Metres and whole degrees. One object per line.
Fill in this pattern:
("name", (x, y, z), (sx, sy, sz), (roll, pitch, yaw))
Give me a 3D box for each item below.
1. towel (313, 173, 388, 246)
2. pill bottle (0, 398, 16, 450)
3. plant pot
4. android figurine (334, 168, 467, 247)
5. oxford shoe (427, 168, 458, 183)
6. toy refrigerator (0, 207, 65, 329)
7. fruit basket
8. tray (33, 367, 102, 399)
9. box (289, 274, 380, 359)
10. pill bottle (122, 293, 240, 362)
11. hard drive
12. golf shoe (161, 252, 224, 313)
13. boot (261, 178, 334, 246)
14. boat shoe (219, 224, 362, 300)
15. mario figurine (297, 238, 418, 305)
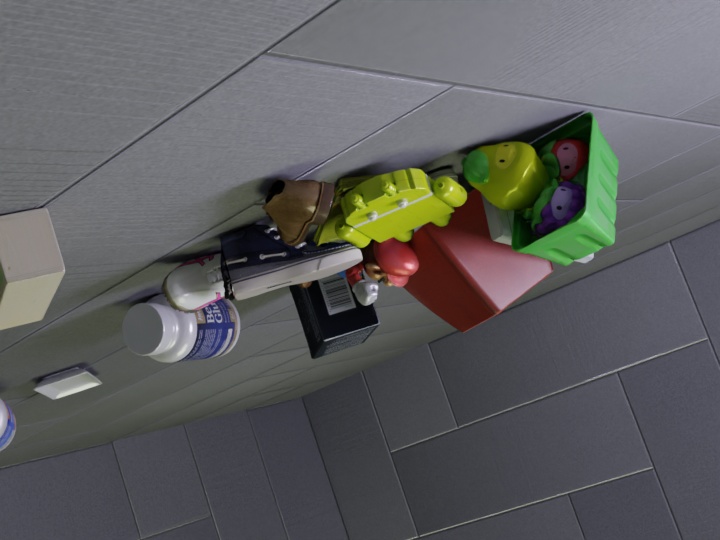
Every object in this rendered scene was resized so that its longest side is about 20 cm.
("towel", (-0.008, -0.083, 1.539), (0.086, 0.018, 0.200), (-7, 160, -16))
("pill bottle", (-0.695, 0.274, 1.983), (0.112, 0.112, 0.200), (-17, 170, -15))
("plant pot", (0.183, -0.020, 1.726), (0.200, 0.176, 0.200), (-35, 178, -25))
("android figurine", (0.051, -0.085, 1.491), (0.182, 0.041, 0.200), (-21, 161, 18))
("oxford shoe", (0.060, -0.089, 1.620), (0.200, 0.058, 0.075), (-22, 172, 26))
("toy refrigerator", (-0.388, 0.004, 1.220), (0.070, 0.076, 0.200), (-14, 169, -26))
("fruit basket", (0.253, -0.128, 1.524), (0.215, 0.216, 0.155), (-9, 165, -46))
("tray", (-0.583, 0.223, 2.174), (0.107, 0.022, 0.200), (-19, 170, -8))
("box", (-0.050, 0.060, 1.943), (0.107, 0.149, 0.200), (-17, 170, -12))
("pill bottle", (-0.292, 0.092, 1.767), (0.111, 0.111, 0.200), (-24, 169, 24))
("hard drive", (0.262, -0.088, 1.632), (0.200, 0.132, 0.027), (12, 147, -38))
("golf shoe", (-0.206, 0.003, 1.590), (0.092, 0.073, 0.200), (-34, 173, 35))
("boot", (-0.092, -0.083, 1.409), (0.075, 0.074, 0.200), (14, 166, -11))
("boat shoe", (-0.103, -0.028, 1.522), (0.200, 0.093, 0.075), (-15, 170, -5))
("mario figurine", (0.000, 0.000, 1.681), (0.200, 0.124, 0.106), (-1, 166, 30))
